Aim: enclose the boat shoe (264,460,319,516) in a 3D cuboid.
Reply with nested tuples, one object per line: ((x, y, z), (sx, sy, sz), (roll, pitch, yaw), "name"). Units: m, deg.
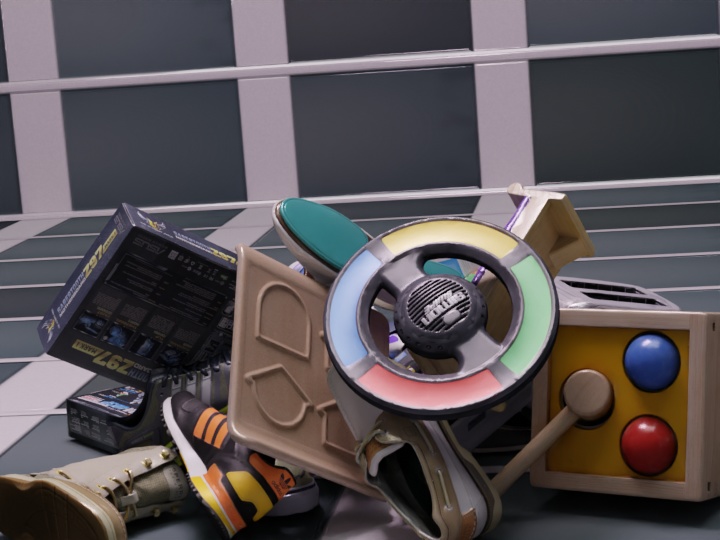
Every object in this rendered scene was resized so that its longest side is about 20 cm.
((-0.094, 0.177, 1.579), (0.072, 0.062, 0.200), (-8, 10, -21), "boat shoe")

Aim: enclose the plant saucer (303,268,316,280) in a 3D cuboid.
((-0.045, 0.077, 1.653), (0.037, 0.201, 0.200), (7, 9, -2), "plant saucer")

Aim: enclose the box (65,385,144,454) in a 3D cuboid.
((-0.193, 0.155, 1.798), (0.159, 0.046, 0.200), (-11, 12, -36), "box")

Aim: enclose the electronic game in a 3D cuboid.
((0.067, 0.037, 1.440), (0.200, 0.042, 0.200), (-5, 54, 6), "electronic game")

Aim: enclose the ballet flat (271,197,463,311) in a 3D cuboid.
((0.000, 0.000, 1.579), (0.200, 0.069, 0.069), (23, 4, -13), "ballet flat")

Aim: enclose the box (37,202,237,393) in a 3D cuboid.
((-0.184, 0.042, 1.648), (0.200, 0.158, 0.051), (25, 18, -33), "box")

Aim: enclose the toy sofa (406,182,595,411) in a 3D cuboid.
((0.117, 0.022, 1.533), (0.098, 0.083, 0.200), (10, 56, 41), "toy sofa")

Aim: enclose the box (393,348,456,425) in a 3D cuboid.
((0.060, 0.117, 1.626), (0.200, 0.049, 0.161), (-38, 13, -2), "box")

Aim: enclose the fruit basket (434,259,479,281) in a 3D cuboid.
((0.161, 0.060, 1.808), (0.200, 0.185, 0.094), (-14, -2, -40), "fruit basket")

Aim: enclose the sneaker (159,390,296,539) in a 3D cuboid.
((-0.113, 0.159, 1.521), (0.090, 0.070, 0.200), (-28, 31, -4), "sneaker")

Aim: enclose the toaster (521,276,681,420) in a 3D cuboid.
((0.235, 0.083, 1.692), (0.200, 0.129, 0.114), (7, 16, -28), "toaster")

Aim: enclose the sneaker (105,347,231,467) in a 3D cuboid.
((-0.158, 0.113, 1.630), (0.200, 0.081, 0.074), (-45, 17, -2), "sneaker")

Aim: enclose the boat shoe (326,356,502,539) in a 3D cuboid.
((0.033, 0.145, 1.429), (0.068, 0.075, 0.200), (-13, 52, -47), "boat shoe")

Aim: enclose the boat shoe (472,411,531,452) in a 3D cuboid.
((0.093, 0.144, 1.704), (0.200, 0.057, 0.067), (0, 11, 25), "boat shoe")

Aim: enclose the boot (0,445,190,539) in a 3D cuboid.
((-0.212, 0.199, 1.481), (0.155, 0.072, 0.200), (-9, 8, -35), "boot")

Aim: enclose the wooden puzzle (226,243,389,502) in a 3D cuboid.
((-0.050, 0.094, 1.502), (0.046, 0.200, 0.185), (-29, -41, 35), "wooden puzzle")

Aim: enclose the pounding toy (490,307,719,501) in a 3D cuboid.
((0.211, 0.125, 1.479), (0.200, 0.184, 0.142), (1, -1, 30), "pounding toy")

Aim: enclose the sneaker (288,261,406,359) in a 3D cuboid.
((0.010, 0.061, 1.798), (0.081, 0.200, 0.146), (-39, 6, -23), "sneaker")

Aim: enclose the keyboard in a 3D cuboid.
((0.103, 0.137, 1.533), (0.200, 0.056, 0.011), (-38, 54, -21), "keyboard")
